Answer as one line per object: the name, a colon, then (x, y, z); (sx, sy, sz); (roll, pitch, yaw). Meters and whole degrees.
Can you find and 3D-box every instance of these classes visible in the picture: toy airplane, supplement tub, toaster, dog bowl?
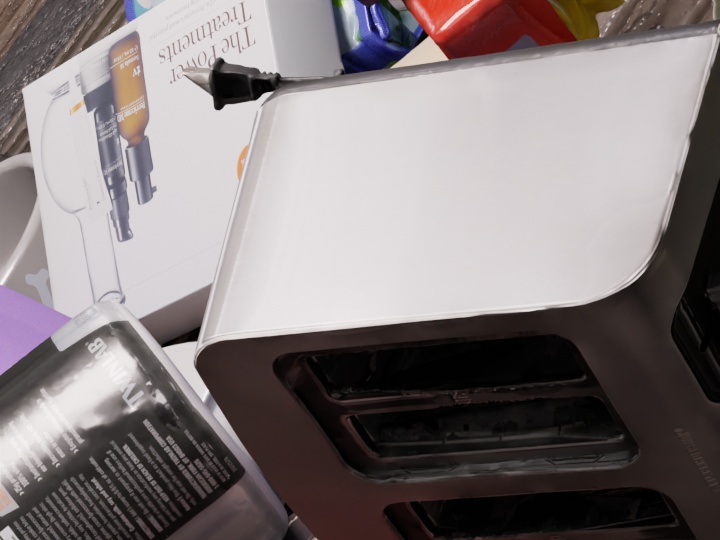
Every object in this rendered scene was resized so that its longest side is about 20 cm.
toy airplane: (0.066, -0.100, 1.108); (0.199, 0.141, 0.200); (-38, 1, -33)
supplement tub: (-0.138, 0.115, 1.071); (0.200, 0.123, 0.123); (-38, 24, -4)
toaster: (0.054, 0.020, 0.888); (0.200, 0.181, 0.119); (-6, 49, 27)
dog bowl: (-0.217, 0.018, 1.566); (0.200, 0.059, 0.200); (-40, 27, 25)

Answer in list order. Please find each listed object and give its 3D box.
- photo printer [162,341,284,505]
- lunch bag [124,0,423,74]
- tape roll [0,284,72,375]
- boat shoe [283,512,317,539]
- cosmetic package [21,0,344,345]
photo printer: (-0.108, 0.122, 1.214); (0.166, 0.069, 0.200); (-15, 44, 52)
lunch bag: (-0.031, -0.162, 1.433); (0.170, 0.127, 0.200); (-28, 46, 42)
tape roll: (-0.203, 0.103, 1.319); (0.200, 0.066, 0.200); (-155, 90, -87)
boat shoe: (0.004, 0.121, 1.033); (0.072, 0.065, 0.200); (-53, 24, -2)
cosmetic package: (-0.086, -0.054, 1.366); (0.200, 0.052, 0.151); (-26, 70, 44)
